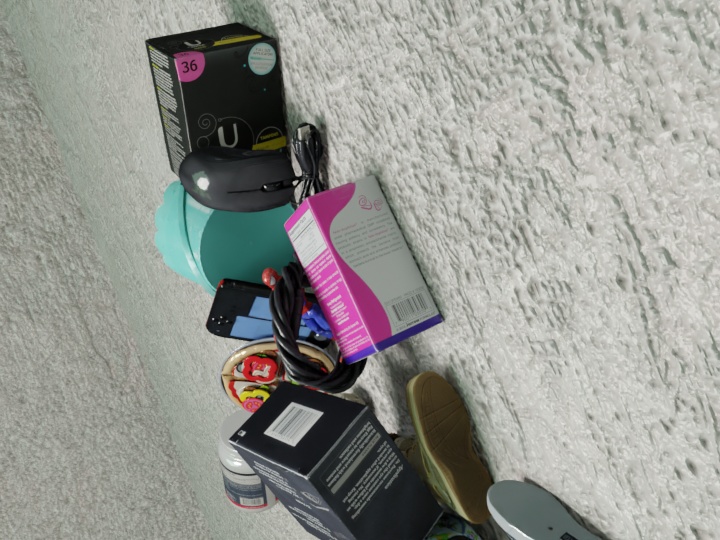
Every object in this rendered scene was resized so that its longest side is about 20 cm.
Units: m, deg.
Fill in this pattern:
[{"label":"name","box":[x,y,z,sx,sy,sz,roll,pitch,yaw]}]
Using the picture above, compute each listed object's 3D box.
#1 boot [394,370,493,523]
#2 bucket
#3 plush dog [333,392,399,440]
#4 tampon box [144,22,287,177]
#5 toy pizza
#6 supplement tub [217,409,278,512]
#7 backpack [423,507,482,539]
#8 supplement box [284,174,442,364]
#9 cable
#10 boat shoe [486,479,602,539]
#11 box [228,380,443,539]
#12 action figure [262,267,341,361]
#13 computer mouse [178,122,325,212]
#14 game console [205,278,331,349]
[{"label":"boot","box":[0.082,0.223,0.963,0.155,0.073,0.201,-9,109,60]},{"label":"bucket","box":[-0.203,-0.056,1.155,0.135,0.207,0.208,24,130,48]},{"label":"plush dog","box":[-0.006,0.312,1.143,0.171,0.161,0.201,17,131,24]},{"label":"tampon box","box":[-0.202,-0.233,1.065,0.126,0.149,0.201,38,141,46]},{"label":"toy pizza","box":[-0.132,0.185,1.211,0.032,0.199,0.201,-94,6,-49]},{"label":"supplement tub","box":[-0.235,0.414,1.615,0.140,0.140,0.201,41,142,42]},{"label":"backpack","box":[0.108,0.399,0.986,0.200,0.154,0.163,-24,105,51]},{"label":"supplement box","box":[0.000,0.000,0.919,0.201,0.101,0.103,66,153,5]},{"label":"cable","box":[-0.051,0.065,0.957,0.051,0.200,0.163,-23,118,32]},{"label":"boat shoe","box":[0.210,0.312,0.792,0.200,0.071,0.091,30,131,48]},{"label":"box","box":[-0.033,0.262,0.950,0.196,0.117,0.200,4,133,53]},{"label":"action figure","box":[-0.076,0.081,1.025,0.065,0.099,0.200,-12,130,42]},{"label":"computer mouse","box":[-0.147,-0.124,0.997,0.053,0.199,0.139,-95,2,-52]},{"label":"game console","box":[-0.128,0.072,1.128,0.177,0.199,0.031,127,149,-60]}]
